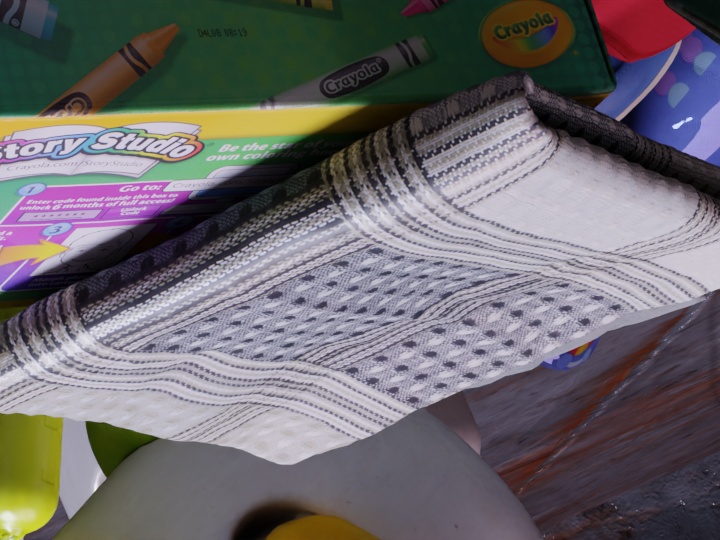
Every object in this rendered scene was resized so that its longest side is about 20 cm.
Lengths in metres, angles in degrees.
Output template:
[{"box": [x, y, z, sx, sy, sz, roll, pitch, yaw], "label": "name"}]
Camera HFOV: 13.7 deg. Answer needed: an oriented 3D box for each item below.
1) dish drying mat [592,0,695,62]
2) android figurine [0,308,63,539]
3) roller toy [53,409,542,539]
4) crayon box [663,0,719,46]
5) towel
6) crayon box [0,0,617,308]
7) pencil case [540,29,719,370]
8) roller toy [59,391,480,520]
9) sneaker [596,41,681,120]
[{"box": [0.088, -0.102, 0.935, 0.077, 0.018, 0.200, -40, 164, 12], "label": "dish drying mat"}, {"box": [-0.132, 0.078, 1.042, 0.041, 0.201, 0.182, 7, 160, -11], "label": "android figurine"}, {"box": [-0.025, 0.138, 1.120, 0.199, 0.183, 0.140, 13, -131, 40], "label": "roller toy"}, {"box": [0.172, -0.145, 0.890, 0.201, 0.051, 0.126, -58, 163, 6], "label": "crayon box"}, {"box": [0.010, 0.012, 0.833, 0.192, 0.035, 0.200, -25, 161, 23], "label": "towel"}, {"box": [-0.049, -0.041, 0.776, 0.199, 0.059, 0.119, -4, 157, -34], "label": "crayon box"}, {"box": [0.105, -0.053, 1.149, 0.078, 0.087, 0.200, 7, 133, -38], "label": "pencil case"}, {"box": [-0.046, 0.073, 1.327, 0.182, 0.140, 0.200, -21, 168, -18], "label": "roller toy"}, {"box": [0.028, -0.066, 1.018, 0.199, 0.077, 0.111, -17, 177, -10], "label": "sneaker"}]
